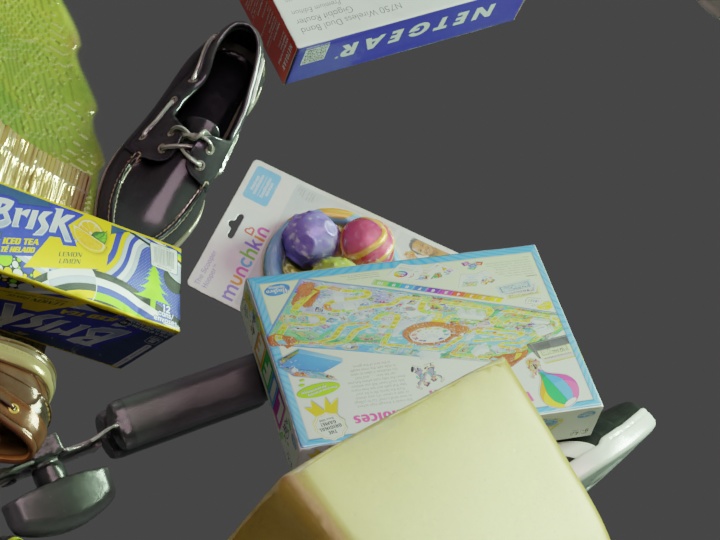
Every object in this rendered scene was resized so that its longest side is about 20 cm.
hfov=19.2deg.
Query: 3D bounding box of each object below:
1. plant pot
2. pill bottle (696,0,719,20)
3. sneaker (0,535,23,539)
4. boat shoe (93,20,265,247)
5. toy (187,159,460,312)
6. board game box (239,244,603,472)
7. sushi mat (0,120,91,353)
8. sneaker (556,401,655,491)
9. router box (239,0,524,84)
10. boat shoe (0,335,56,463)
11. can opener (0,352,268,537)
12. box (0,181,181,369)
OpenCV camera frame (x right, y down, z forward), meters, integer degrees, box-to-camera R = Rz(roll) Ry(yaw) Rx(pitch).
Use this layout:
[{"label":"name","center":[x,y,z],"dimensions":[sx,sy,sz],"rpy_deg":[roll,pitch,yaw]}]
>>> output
[{"label":"plant pot","center":[0.036,0.206,1.193],"dimensions":[0.195,0.194,0.200],"rpy_deg":[-24,70,-45]},{"label":"pill bottle","center":[0.349,-0.269,1.637],"dimensions":[0.200,0.111,0.111],"rpy_deg":[-22,70,-26]},{"label":"sneaker","center":[-0.162,0.234,1.235],"dimensions":[0.076,0.075,0.200],"rpy_deg":[-45,65,-1]},{"label":"boat shoe","center":[-0.120,-0.089,1.432],"dimensions":[0.073,0.063,0.200],"rpy_deg":[28,58,1]},{"label":"toy","center":[0.000,0.000,1.425],"dimensions":[0.200,0.047,0.115],"rpy_deg":[27,56,-1]},{"label":"board game box","center":[0.037,0.055,1.347],"dimensions":[0.200,0.034,0.134],"rpy_deg":[-6,52,-18]},{"label":"sushi mat","center":[-0.230,0.000,1.355],"dimensions":[0.096,0.012,0.200],"rpy_deg":[35,51,-34]},{"label":"sneaker","center":[0.090,0.111,1.373],"dimensions":[0.200,0.073,0.112],"rpy_deg":[-31,75,-26]},{"label":"router box","center":[-0.002,-0.244,1.560],"dimensions":[0.200,0.049,0.180],"rpy_deg":[-19,68,-24]},{"label":"boat shoe","center":[-0.275,0.066,1.235],"dimensions":[0.200,0.072,0.068],"rpy_deg":[13,40,-18]},{"label":"can opener","center":[-0.140,0.107,1.328],"dimensions":[0.200,0.053,0.066],"rpy_deg":[-23,85,-26]},{"label":"box","center":[-0.209,-0.004,1.311],"dimensions":[0.200,0.070,0.064],"rpy_deg":[22,54,-35]}]
